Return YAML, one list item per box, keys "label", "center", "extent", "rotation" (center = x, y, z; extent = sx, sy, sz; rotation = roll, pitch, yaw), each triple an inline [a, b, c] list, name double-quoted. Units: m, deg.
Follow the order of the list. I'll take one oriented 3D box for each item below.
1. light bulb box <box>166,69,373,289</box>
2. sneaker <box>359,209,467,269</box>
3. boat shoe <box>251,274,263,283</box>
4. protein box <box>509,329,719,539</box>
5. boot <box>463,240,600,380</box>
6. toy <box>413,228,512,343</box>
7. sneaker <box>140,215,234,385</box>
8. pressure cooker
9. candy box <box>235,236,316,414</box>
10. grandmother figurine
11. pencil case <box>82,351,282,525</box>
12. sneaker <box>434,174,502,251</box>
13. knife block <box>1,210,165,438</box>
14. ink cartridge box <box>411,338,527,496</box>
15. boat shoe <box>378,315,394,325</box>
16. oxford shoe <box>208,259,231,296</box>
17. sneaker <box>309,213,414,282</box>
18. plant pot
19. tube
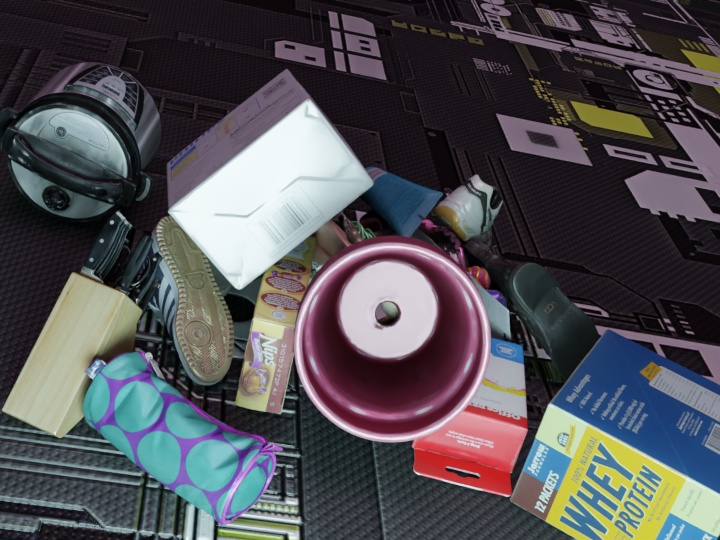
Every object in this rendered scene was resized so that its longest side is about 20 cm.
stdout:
- label: "light bulb box"
  center: [-0.112, -0.111, 1.264]
  extent: [0.125, 0.198, 0.200]
  rotation: [51, 4, -21]
- label: "sneaker"
  center: [0.070, -0.032, 1.523]
  extent: [0.095, 0.079, 0.200]
  rotation: [-27, 46, -21]
- label: "boat shoe"
  center: [-0.117, -0.050, 1.428]
  extent: [0.073, 0.062, 0.200]
  rotation: [59, 22, -16]
- label: "protein box"
  center: [0.300, 0.196, 1.169]
  extent: [0.199, 0.136, 0.198]
  rotation: [27, 32, 19]
- label: "boot"
  center: [0.220, 0.048, 1.419]
  extent: [0.069, 0.201, 0.174]
  rotation: [-35, 14, -9]
- label: "toy"
  center: [0.141, 0.027, 1.390]
  extent: [0.047, 0.116, 0.200]
  rotation: [-31, 47, -20]
- label: "sneaker"
  center: [-0.206, 0.050, 1.253]
  extent: [0.070, 0.108, 0.201]
  rotation: [-4, 65, -35]
- label: "pressure cooker"
  center: [-0.356, -0.159, 1.415]
  extent: [0.174, 0.180, 0.200]
  rotation: [-13, 28, 13]
- label: "candy box"
  center: [-0.094, 0.053, 1.239]
  extent: [0.056, 0.117, 0.200]
  rotation: [12, 30, -5]
- label: "grandmother figurine"
  center: [0.000, 0.000, 1.312]
  extent: [0.200, 0.121, 0.061]
  rotation: [40, 80, 25]
- label: "pencil case"
  center: [-0.175, 0.156, 1.055]
  extent: [0.199, 0.093, 0.085]
  rotation: [31, -4, 22]
- label: "sneaker"
  center: [0.168, -0.075, 1.536]
  extent: [0.076, 0.088, 0.200]
  rotation: [43, 2, 15]
- label: "knife block"
  center: [-0.272, 0.045, 1.107]
  extent: [0.064, 0.177, 0.200]
  rotation: [21, 30, 11]
- label: "ink cartridge box"
  center: [0.122, 0.152, 1.226]
  extent: [0.115, 0.068, 0.200]
  rotation: [14, 31, -3]
- label: "boat shoe"
  center: [0.048, 0.076, 1.320]
  extent: [0.073, 0.064, 0.200]
  rotation: [34, 35, 29]
- label: "oxford shoe"
  center: [-0.192, -0.031, 1.394]
  extent: [0.075, 0.058, 0.201]
  rotation: [13, 32, -10]
- label: "sneaker"
  center: [-0.009, -0.033, 1.431]
  extent: [0.199, 0.089, 0.077]
  rotation: [-17, 45, -29]
- label: "plant pot"
  center: [0.031, 0.056, 1.154]
  extent: [0.198, 0.202, 0.179]
  rotation: [14, 10, -3]
- label: "tube"
  center: [0.047, -0.095, 1.467]
  extent: [0.050, 0.078, 0.200]
  rotation: [32, 4, -25]
